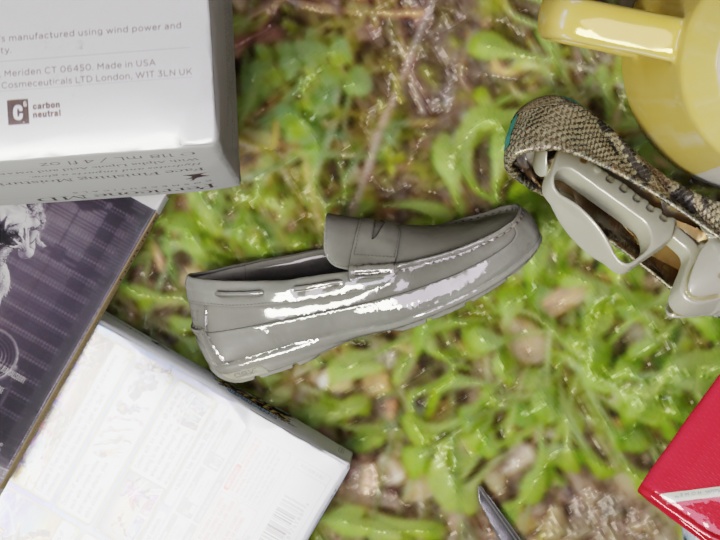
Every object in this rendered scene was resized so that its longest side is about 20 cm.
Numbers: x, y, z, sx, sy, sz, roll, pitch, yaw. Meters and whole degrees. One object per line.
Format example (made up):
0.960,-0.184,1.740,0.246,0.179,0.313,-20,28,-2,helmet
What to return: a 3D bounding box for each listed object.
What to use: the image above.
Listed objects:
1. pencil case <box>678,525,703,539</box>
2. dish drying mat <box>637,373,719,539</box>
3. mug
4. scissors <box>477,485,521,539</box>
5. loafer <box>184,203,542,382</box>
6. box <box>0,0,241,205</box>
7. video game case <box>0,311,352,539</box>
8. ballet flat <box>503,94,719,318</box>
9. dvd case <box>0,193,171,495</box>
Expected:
0.273,0.128,1.229,0.200,0.083,0.091,1,80,2,pencil case
0.236,0.060,1.191,0.077,0.018,0.200,37,83,10,dish drying mat
0.201,-0.103,1.169,0.186,0.153,0.150,-20,97,4,mug
0.126,0.209,1.280,0.073,0.014,0.200,-16,95,6,scissors
0.000,0.000,1.229,0.200,0.070,0.070,-20,104,4,loafer
-0.169,-0.142,1.167,0.199,0.131,0.200,-4,84,3,box
-0.131,0.145,1.260,0.181,0.045,0.200,30,96,-2,video game case
0.160,-0.018,1.218,0.200,0.075,0.068,34,136,-2,ballet flat
-0.213,0.003,1.229,0.149,0.016,0.200,28,85,11,dvd case
